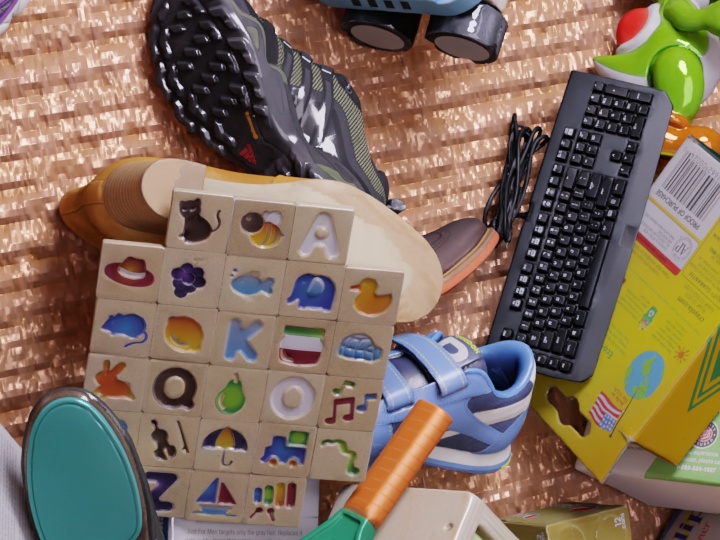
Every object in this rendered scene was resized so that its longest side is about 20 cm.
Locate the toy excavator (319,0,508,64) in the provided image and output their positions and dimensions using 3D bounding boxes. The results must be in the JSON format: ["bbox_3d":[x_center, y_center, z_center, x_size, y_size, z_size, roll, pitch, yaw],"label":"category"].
[{"bbox_3d":[-0.015,-0.217,1.313,0.200,0.194,0.100,36,68,-53],"label":"toy excavator"}]

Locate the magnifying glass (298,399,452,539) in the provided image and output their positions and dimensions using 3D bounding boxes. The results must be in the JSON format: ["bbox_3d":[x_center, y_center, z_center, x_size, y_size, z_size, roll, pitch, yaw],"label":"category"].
[{"bbox_3d":[-0.012,0.159,1.244,0.200,0.079,0.022,-55,141,-16],"label":"magnifying glass"}]

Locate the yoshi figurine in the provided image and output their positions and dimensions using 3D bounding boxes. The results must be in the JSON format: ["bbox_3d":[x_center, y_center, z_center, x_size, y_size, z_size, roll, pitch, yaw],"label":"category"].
[{"bbox_3d":[0.234,-0.164,1.467,0.112,0.112,0.201,13,78,-45],"label":"yoshi figurine"}]

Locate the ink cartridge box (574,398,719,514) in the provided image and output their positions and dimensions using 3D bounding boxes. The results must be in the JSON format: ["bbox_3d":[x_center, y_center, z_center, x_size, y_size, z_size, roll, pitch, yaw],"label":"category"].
[{"bbox_3d":[0.239,0.052,1.423,0.084,0.145,0.201,27,74,-35],"label":"ink cartridge box"}]

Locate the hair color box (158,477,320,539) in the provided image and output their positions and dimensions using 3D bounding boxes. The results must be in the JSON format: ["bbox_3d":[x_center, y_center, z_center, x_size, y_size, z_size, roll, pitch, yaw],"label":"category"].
[{"bbox_3d":[-0.082,0.201,1.283,0.100,0.060,0.201,5,85,-30],"label":"hair color box"}]

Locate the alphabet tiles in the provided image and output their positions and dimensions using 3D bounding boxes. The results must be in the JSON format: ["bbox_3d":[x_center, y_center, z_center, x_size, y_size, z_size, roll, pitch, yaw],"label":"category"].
[{"bbox_3d":[-0.067,0.052,1.202,0.165,0.006,0.201,5,114,-11],"label":"alphabet tiles"}]

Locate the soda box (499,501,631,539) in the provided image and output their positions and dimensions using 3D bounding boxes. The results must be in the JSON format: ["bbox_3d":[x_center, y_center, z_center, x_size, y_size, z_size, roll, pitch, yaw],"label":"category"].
[{"bbox_3d":[0.140,0.253,1.407,0.067,0.064,0.201,-9,91,-31],"label":"soda box"}]

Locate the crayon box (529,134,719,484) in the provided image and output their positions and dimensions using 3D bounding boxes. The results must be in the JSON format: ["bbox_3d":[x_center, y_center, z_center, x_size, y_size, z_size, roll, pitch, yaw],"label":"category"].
[{"bbox_3d":[0.193,0.030,1.377,0.051,0.127,0.200,28,104,-37],"label":"crayon box"}]

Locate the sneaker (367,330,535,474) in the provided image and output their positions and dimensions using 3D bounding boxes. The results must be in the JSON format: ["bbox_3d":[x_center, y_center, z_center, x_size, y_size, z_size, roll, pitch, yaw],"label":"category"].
[{"bbox_3d":[0.027,0.073,1.322,0.199,0.074,0.082,2,126,-44],"label":"sneaker"}]

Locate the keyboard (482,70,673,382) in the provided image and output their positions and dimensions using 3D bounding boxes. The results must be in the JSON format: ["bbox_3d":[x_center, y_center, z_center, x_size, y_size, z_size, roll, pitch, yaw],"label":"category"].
[{"bbox_3d":[0.124,-0.035,1.393,0.040,0.104,0.201,46,59,-64],"label":"keyboard"}]

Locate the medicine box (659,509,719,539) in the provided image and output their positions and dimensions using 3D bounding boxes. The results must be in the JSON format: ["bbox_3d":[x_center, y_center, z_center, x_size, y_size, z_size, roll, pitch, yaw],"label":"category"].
[{"bbox_3d":[0.304,0.220,1.481,0.200,0.103,0.183,42,68,-22],"label":"medicine box"}]

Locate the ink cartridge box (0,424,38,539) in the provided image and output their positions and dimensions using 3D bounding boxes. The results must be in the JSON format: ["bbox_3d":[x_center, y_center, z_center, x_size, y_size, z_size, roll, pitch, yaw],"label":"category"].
[{"bbox_3d":[-0.184,0.196,1.164,0.176,0.044,0.201,59,19,-47],"label":"ink cartridge box"}]

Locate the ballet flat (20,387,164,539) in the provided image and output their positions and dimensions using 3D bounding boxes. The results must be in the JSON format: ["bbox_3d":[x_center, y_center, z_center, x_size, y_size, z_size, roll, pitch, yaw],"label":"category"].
[{"bbox_3d":[-0.136,0.153,1.191,0.068,0.068,0.201,-15,102,3],"label":"ballet flat"}]

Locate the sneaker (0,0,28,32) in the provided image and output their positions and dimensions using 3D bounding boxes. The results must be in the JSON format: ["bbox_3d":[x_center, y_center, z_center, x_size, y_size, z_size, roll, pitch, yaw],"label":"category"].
[{"bbox_3d":[-0.182,-0.218,1.220,0.080,0.083,0.201,25,75,-13],"label":"sneaker"}]

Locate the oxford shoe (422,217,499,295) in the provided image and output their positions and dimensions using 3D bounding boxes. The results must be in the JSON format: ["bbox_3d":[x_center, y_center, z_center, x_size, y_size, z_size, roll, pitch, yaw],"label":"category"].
[{"bbox_3d":[0.000,0.000,1.339,0.199,0.071,0.073,-26,90,-32],"label":"oxford shoe"}]

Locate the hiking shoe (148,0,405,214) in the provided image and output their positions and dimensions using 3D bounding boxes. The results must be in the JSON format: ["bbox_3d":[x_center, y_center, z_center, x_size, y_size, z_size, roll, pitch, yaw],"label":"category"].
[{"bbox_3d":[-0.052,-0.101,1.320,0.201,0.076,0.101,59,31,-1],"label":"hiking shoe"}]

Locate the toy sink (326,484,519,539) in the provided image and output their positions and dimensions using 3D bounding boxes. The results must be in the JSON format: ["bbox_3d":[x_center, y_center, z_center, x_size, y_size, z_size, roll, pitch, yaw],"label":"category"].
[{"bbox_3d":[0.059,0.235,1.294,0.200,0.112,0.131,49,54,-37],"label":"toy sink"}]

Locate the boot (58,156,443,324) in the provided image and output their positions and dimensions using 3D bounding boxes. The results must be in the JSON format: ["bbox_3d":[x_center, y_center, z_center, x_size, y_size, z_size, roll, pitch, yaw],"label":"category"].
[{"bbox_3d":[-0.065,-0.018,1.256,0.200,0.144,0.071,20,79,-21],"label":"boot"}]
